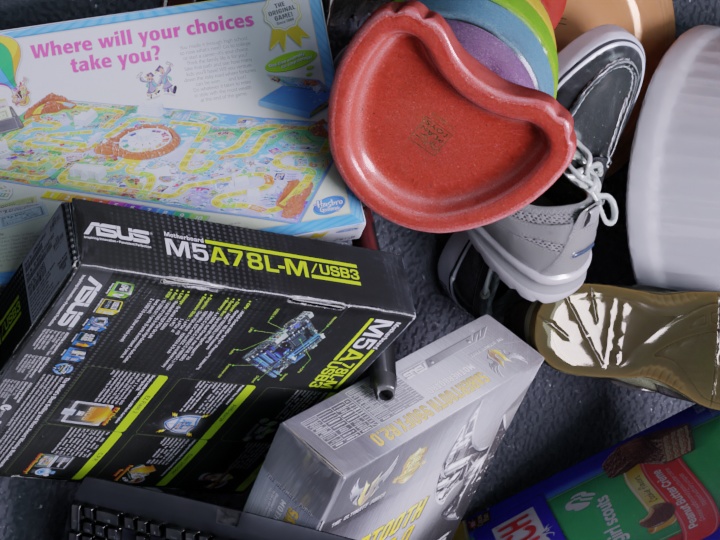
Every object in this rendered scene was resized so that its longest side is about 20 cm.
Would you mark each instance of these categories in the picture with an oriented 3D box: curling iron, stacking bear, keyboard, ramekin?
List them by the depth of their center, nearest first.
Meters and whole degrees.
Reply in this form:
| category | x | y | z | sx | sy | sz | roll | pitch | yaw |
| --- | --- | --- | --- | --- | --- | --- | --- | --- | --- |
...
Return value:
| category | x | y | z | sx | sy | sz | roll | pitch | yaw |
| --- | --- | --- | --- | --- | --- | --- | --- | --- | --- |
| keyboard | -0.072 | 0.185 | 0.919 | 0.021 | 0.199 | 0.128 | -23 | 119 | -61 |
| stacking bear | 0.060 | -0.118 | 0.944 | 0.121 | 0.114 | 0.200 | 35 | 38 | -7 |
| curling iron | 0.000 | 0.000 | 0.998 | 0.025 | 0.201 | 0.050 | -24 | 132 | 16 |
| ramekin | 0.259 | -0.056 | 1.146 | 0.200 | 0.097 | 0.202 | -17 | 111 | -53 |

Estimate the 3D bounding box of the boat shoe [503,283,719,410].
| category | x | y | z | sx | sy | sz | roll | pitch | yaw |
| --- | --- | --- | --- | --- | --- | --- | --- | --- | --- |
| boat shoe | 0.181 | 0.041 | 1.088 | 0.200 | 0.066 | 0.072 | 9 | 95 | -25 |

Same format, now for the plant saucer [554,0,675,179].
| category | x | y | z | sx | sy | sz | roll | pitch | yaw |
| --- | --- | --- | --- | --- | --- | --- | --- | --- | --- |
| plant saucer | 0.127 | -0.148 | 1.132 | 0.199 | 0.032 | 0.202 | -4 | 97 | -32 |

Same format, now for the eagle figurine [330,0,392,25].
| category | x | y | z | sx | sy | sz | roll | pitch | yaw |
| --- | --- | --- | --- | --- | --- | --- | --- | --- | --- |
| eagle figurine | 0.036 | -0.242 | 1.009 | 0.152 | 0.150 | 0.201 | 27 | 69 | -54 |

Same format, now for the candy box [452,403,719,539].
| category | x | y | z | sx | sy | sz | roll | pitch | yaw |
| --- | --- | --- | --- | --- | --- | --- | --- | --- | --- |
| candy box | 0.161 | 0.178 | 1.069 | 0.199 | 0.169 | 0.077 | -28 | 109 | 6 |

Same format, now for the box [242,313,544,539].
| category | x | y | z | sx | sy | sz | roll | pitch | yaw |
| --- | --- | --- | --- | --- | --- | --- | --- | --- | --- |
| box | 0.008 | 0.124 | 0.997 | 0.200 | 0.048 | 0.159 | -24 | 146 | -50 |

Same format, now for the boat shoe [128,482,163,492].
| category | x | y | z | sx | sy | sz | roll | pitch | yaw |
| --- | --- | --- | --- | --- | --- | --- | --- | --- | --- |
| boat shoe | -0.113 | 0.222 | 1.005 | 0.073 | 0.065 | 0.201 | -12 | 82 | -21 |

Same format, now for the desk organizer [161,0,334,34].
| category | x | y | z | sx | sy | sz | roll | pitch | yaw |
| --- | --- | --- | --- | --- | --- | --- | --- | --- | --- |
| desk organizer | -0.079 | -0.066 | 0.984 | 0.071 | 0.077 | 0.201 | 11 | 90 | -33 |

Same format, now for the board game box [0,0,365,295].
| category | x | y | z | sx | sy | sz | roll | pitch | yaw |
| --- | --- | --- | --- | --- | --- | --- | --- | --- | --- |
| board game box | -0.108 | -0.068 | 0.922 | 0.199 | 0.034 | 0.135 | -9 | 79 | -8 |

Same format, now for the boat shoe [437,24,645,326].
| category | x | y | z | sx | sy | sz | roll | pitch | yaw |
| --- | --- | --- | --- | --- | --- | --- | --- | --- | --- |
| boat shoe | 0.121 | -0.055 | 1.085 | 0.073 | 0.068 | 0.200 | 32 | 96 | -36 |

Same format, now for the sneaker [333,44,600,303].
| category | x | y | z | sx | sy | sz | roll | pitch | yaw |
| --- | --- | --- | --- | --- | --- | --- | --- | --- | --- |
| sneaker | 0.067 | -0.076 | 1.025 | 0.200 | 0.082 | 0.075 | 41 | 50 | 15 |

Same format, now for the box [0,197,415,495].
| category | x | y | z | sx | sy | sz | roll | pitch | yaw |
| --- | --- | --- | --- | --- | --- | --- | --- | --- | --- |
| box | -0.102 | 0.049 | 0.924 | 0.192 | 0.200 | 0.048 | 7 | 52 | -32 |
